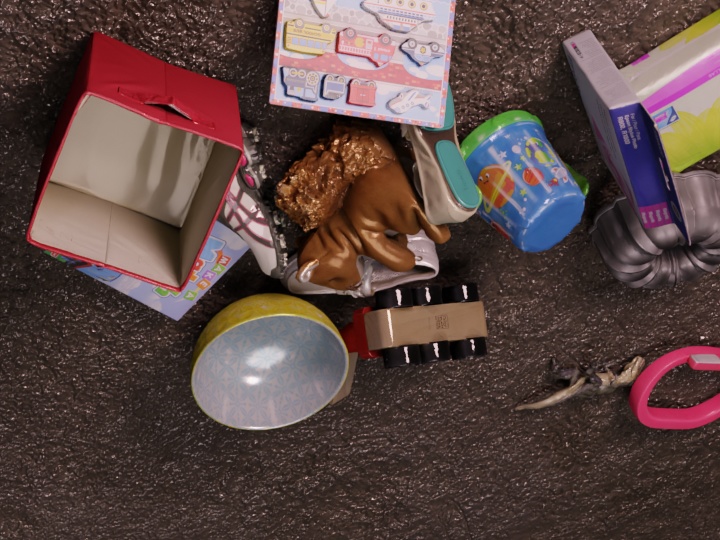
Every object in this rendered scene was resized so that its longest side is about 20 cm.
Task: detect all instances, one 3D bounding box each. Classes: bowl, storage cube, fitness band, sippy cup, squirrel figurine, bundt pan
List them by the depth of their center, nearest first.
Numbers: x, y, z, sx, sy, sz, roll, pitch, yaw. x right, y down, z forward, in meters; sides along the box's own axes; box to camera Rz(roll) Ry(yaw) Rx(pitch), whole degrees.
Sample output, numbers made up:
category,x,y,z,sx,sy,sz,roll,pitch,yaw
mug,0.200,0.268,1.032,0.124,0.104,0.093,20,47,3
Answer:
category,x,y,z,sx,sy,sz,roll,pitch,yaw
storage cube,-0.234,-0.114,1.393,0.171,0.180,0.200,19,115,-18
squirrel figurine,-0.018,-0.070,1.568,0.187,0.142,0.200,-36,122,21
sippy cup,0.190,-0.095,1.572,0.178,0.130,0.140,-31,149,-12
bowl,-0.122,0.095,1.690,0.200,0.108,0.200,-9,132,-10
bundt pan,0.396,-0.041,1.702,0.201,0.076,0.202,-10,151,-5
fitness band,0.483,0.174,1.973,0.200,0.037,0.144,7,128,-33

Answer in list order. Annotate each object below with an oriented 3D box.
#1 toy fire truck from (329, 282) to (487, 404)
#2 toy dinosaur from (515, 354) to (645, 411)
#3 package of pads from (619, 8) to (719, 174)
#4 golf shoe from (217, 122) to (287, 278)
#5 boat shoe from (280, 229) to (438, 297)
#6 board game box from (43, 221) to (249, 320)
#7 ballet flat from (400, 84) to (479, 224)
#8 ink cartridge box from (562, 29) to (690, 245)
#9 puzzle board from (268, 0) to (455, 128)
category,x,y,z,sx,sy,sz,roll,pitch,yaw
toy fire truck,0.043,0.096,1.729,0.176,0.129,0.200,-4,174,-40
toy dinosaur,0.314,0.157,1.917,0.200,0.048,0.088,-16,140,2
package of pads,0.420,-0.219,1.598,0.200,0.068,0.155,-31,131,12
golf shoe,-0.138,-0.075,1.560,0.088,0.077,0.200,-14,120,4
boat shoe,0.000,0.000,1.667,0.200,0.069,0.071,-13,136,-3
board game box,-0.248,-0.037,1.585,0.200,0.037,0.151,30,116,-36
ballet flat,0.076,-0.143,1.504,0.069,0.200,0.069,-12,163,-4
ink cartridge box,0.304,-0.147,1.539,0.043,0.200,0.196,-24,132,5
puzzle board,0.005,-0.239,1.433,0.200,0.017,0.151,6,90,-21
